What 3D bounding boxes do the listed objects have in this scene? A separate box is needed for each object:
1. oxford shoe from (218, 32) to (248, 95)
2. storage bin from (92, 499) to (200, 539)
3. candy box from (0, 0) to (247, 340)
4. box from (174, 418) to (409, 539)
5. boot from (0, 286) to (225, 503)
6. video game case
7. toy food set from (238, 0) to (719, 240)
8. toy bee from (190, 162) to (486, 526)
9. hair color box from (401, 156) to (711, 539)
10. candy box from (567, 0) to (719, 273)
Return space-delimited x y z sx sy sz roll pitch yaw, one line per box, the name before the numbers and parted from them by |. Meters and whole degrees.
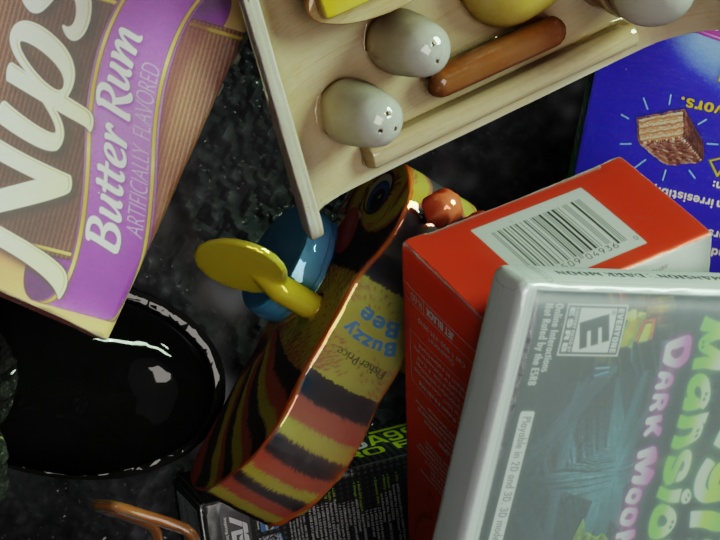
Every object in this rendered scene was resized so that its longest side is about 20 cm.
oxford shoe | -0.080 -0.078 0.972 0.058 0.075 0.201 40 80 -45
storage bin | -0.128 0.149 0.924 0.134 0.200 0.146 18 80 -21
candy box | -0.104 -0.091 0.892 0.116 0.056 0.201 26 87 -21
box | 0.017 0.166 1.066 0.159 0.044 0.201 -13 105 -17
boot | -0.135 0.049 0.928 0.210 0.158 0.080 8 98 -20
video game case | 0.105 0.097 0.923 0.181 0.023 0.201 2 109 -32
toy food set | 0.045 -0.115 0.893 0.199 0.060 0.144 -26 114 -22
toy bee | 0.000 0.000 0.967 0.130 0.109 0.201 6 88 -26
hair color box | 0.072 0.067 0.965 0.101 0.061 0.201 -21 131 -24
candy box | 0.169 -0.047 1.011 0.168 0.077 0.201 13 104 6
